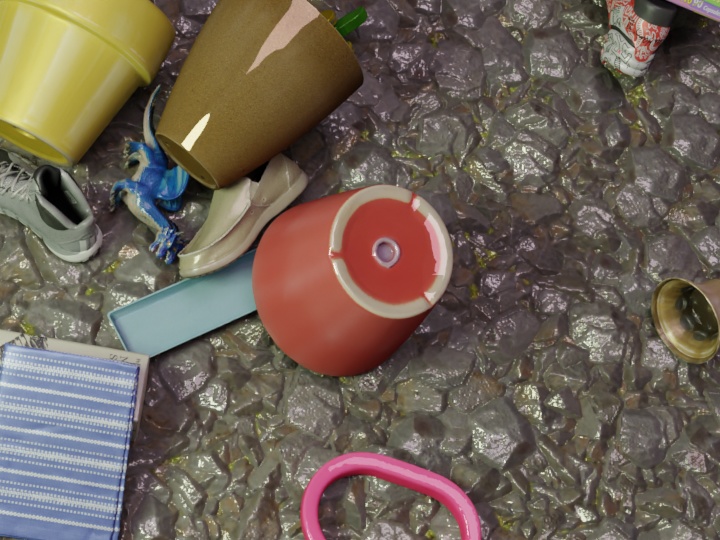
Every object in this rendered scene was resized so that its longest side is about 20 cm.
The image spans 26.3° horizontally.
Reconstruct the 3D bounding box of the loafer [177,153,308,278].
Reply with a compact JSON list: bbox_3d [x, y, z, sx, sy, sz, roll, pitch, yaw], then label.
[{"bbox_3d":[-0.142,-0.067,1.726,0.200,0.075,0.069,-47,113,-33],"label":"loafer"}]

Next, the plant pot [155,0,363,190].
[{"bbox_3d":[-0.129,-0.194,1.692,0.186,0.187,0.200,38,77,8],"label":"plant pot"}]

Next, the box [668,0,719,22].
[{"bbox_3d":[0.391,-0.407,1.915,0.174,0.097,0.200,22,26,-1],"label":"box"}]

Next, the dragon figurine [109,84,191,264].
[{"bbox_3d":[-0.223,-0.103,1.742,0.098,0.059,0.202,15,65,-3],"label":"dragon figurine"}]

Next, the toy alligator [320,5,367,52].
[{"bbox_3d":[-0.070,-0.250,1.844,0.200,0.059,0.054,-48,37,-17],"label":"toy alligator"}]

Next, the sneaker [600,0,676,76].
[{"bbox_3d":[0.328,-0.319,1.934,0.067,0.109,0.202,13,29,-18],"label":"sneaker"}]

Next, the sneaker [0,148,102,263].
[{"bbox_3d":[-0.364,-0.099,1.683,0.199,0.116,0.075,33,65,5],"label":"sneaker"}]

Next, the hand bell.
[{"bbox_3d":[0.447,0.024,1.806,0.199,0.104,0.105,-23,72,-31],"label":"hand bell"}]

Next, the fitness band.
[{"bbox_3d":[0.032,0.273,1.636,0.198,0.037,0.145,19,64,-3],"label":"fitness band"}]

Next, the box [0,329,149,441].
[{"bbox_3d":[-0.326,0.118,1.620,0.198,0.069,0.083,9,65,-6],"label":"box"}]

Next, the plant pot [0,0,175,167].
[{"bbox_3d":[-0.334,-0.228,1.713,0.199,0.201,0.190,25,79,1],"label":"plant pot"}]

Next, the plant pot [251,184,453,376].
[{"bbox_3d":[0.000,0.000,1.648,0.198,0.177,0.203,5,75,-21],"label":"plant pot"}]

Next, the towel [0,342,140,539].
[{"bbox_3d":[-0.307,0.183,1.574,0.143,0.024,0.202,9,95,-4],"label":"towel"}]

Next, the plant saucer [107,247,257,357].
[{"bbox_3d":[-0.177,0.040,1.708,0.198,0.019,0.070,-24,67,-20],"label":"plant saucer"}]
